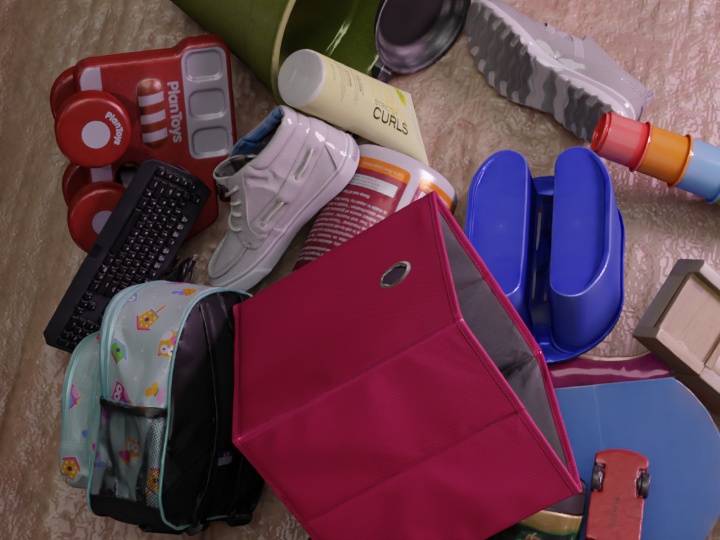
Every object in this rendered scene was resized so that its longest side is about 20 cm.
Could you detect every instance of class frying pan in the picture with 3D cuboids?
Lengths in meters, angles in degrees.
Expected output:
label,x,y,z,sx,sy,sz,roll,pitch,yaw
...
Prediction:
label,x,y,z,sx,sy,sz,roll,pitch,yaw
frying pan,0.045,-0.207,1.588,0.114,0.191,0.031,-7,36,-41

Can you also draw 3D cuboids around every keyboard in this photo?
label,x,y,z,sx,sy,sz,roll,pitch,yaw
keyboard,-0.192,0.003,1.490,0.201,0.104,0.040,-57,38,18

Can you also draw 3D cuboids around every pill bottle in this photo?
label,x,y,z,sx,sy,sz,roll,pitch,yaw
pill bottle,0.000,0.000,1.494,0.112,0.113,0.201,22,75,11

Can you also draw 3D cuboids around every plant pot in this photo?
label,x,y,z,sx,sy,sz,roll,pitch,yaw
plant pot,-0.085,-0.268,1.564,0.189,0.200,0.201,31,77,26

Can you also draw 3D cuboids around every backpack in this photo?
label,x,y,z,sx,sy,sz,roll,pitch,yaw
backpack,-0.159,0.106,1.425,0.152,0.175,0.202,13,94,29

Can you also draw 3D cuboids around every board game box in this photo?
label,x,y,z,sx,sy,sz,roll,pitch,yaw
board game box,0.214,0.167,1.444,0.198,0.039,0.159,-7,103,16

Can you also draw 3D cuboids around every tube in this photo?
label,x,y,z,sx,sy,sz,roll,pitch,yaw
tube,0.003,-0.149,1.509,0.052,0.199,0.058,24,94,34

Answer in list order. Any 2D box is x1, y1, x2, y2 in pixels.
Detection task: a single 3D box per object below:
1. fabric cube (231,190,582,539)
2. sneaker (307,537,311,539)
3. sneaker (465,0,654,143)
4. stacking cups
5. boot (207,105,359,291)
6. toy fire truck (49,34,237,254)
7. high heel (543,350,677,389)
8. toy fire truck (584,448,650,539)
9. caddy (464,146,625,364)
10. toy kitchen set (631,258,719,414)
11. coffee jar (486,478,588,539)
label,x,y,z,sx,sy,sz,roll,pitch,yaw
fabric cube,0.031,0.097,1.331,0.198,0.201,0.197,-28,29,13
sneaker,-0.017,0.286,1.439,0.081,0.073,0.202,23,74,-13
sneaker,0.183,-0.191,1.576,0.200,0.075,0.082,40,50,17
stacking cups,0.304,-0.094,1.504,0.198,0.061,0.061,21,74,-5
boot,-0.097,-0.065,1.491,0.200,0.095,0.074,-47,35,23
toy fire truck,-0.189,-0.105,1.523,0.166,0.112,0.202,-8,113,-10
high heel,0.223,0.068,1.481,0.199,0.067,0.096,-29,83,9
toy fire truck,0.203,0.263,1.391,0.048,0.141,0.202,7,64,8
caddy,0.162,-0.014,1.489,0.140,0.105,0.201,-2,55,14
toy kitchen set,0.374,0.049,1.380,0.200,0.180,0.164,38,77,-18
coffee jar,0.132,0.253,1.387,0.085,0.104,0.202,10,87,7
